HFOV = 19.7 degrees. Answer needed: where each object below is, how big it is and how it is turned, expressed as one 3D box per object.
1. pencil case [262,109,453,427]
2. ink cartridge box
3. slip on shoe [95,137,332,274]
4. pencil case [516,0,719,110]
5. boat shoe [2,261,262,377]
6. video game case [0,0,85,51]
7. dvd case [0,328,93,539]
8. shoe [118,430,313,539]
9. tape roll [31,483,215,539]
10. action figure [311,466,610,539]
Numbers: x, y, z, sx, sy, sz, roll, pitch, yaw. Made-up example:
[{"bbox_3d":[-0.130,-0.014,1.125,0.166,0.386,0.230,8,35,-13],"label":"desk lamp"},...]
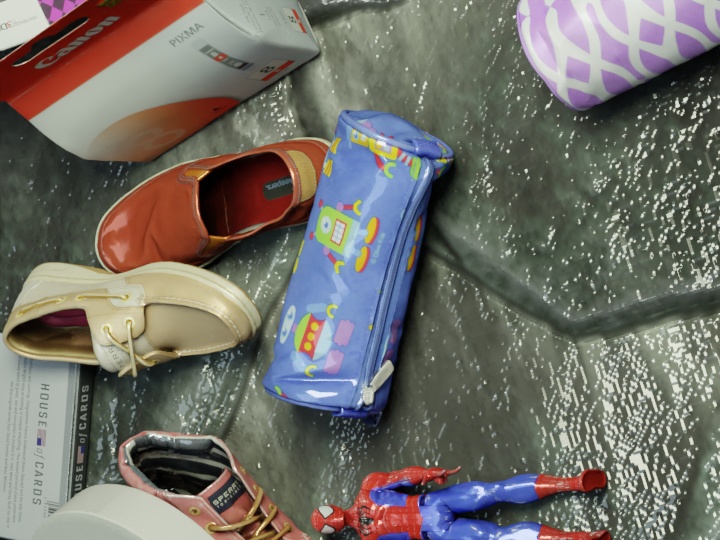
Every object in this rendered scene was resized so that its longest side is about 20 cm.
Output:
[{"bbox_3d":[0.000,0.000,1.315,0.087,0.078,0.200,26,105,44],"label":"pencil case"},{"bbox_3d":[-0.141,-0.124,1.320,0.162,0.200,0.050,-29,80,28],"label":"ink cartridge box"},{"bbox_3d":[-0.101,-0.042,1.382,0.200,0.061,0.074,-16,86,30],"label":"slip on shoe"},{"bbox_3d":[0.187,-0.169,1.205,0.200,0.084,0.086,-26,44,26],"label":"pencil case"},{"bbox_3d":[-0.158,0.040,1.399,0.200,0.069,0.074,0,134,36],"label":"boat shoe"},{"bbox_3d":[-0.230,-0.178,1.374,0.181,0.200,0.036,-15,107,29],"label":"video game case"},{"bbox_3d":[-0.283,0.114,1.512,0.200,0.025,0.150,7,95,28],"label":"dvd case"},{"bbox_3d":[-0.076,0.174,1.350,0.200,0.071,0.091,24,142,30],"label":"shoe"},{"bbox_3d":[-0.136,0.234,1.375,0.203,0.037,0.203,25,134,28],"label":"tape roll"},{"bbox_3d":[0.056,0.154,1.311,0.200,0.052,0.065,-6,92,32],"label":"action figure"}]
